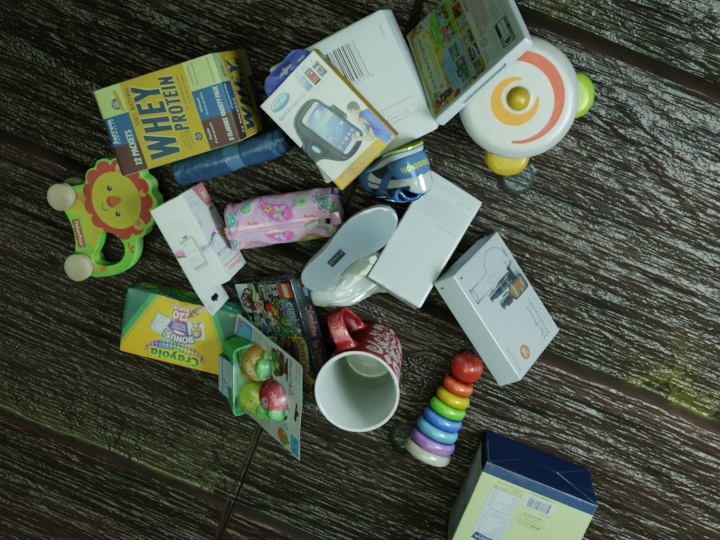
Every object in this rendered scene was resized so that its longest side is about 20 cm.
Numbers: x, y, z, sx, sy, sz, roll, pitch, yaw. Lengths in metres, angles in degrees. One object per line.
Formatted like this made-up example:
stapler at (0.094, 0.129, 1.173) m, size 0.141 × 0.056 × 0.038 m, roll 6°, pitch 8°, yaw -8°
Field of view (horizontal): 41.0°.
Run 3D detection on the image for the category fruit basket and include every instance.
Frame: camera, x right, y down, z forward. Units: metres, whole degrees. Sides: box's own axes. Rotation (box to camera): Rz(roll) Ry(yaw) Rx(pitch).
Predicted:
fruit basket at (-0.160, 0.194, 1.595) m, size 0.093 × 0.200 × 0.186 m, roll -13°, pitch 122°, yaw -30°

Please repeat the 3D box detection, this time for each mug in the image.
mug at (0.010, 0.143, 1.577) m, size 0.133 × 0.200 × 0.178 m, roll 8°, pitch 105°, yaw 6°

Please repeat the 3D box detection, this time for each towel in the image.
towel at (-0.203, -0.187, 1.566) m, size 0.199 × 0.112 × 0.049 m, roll -15°, pitch 103°, yaw 11°

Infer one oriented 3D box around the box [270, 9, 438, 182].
box at (-0.003, -0.274, 1.505) m, size 0.198 × 0.131 × 0.200 m, roll -25°, pitch 100°, yaw 14°

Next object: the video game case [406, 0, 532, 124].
video game case at (0.156, -0.342, 1.428) m, size 0.023 × 0.200 × 0.182 m, roll 22°, pitch 131°, yaw -38°

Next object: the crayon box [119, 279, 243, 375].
crayon box at (-0.311, 0.100, 1.684) m, size 0.199 × 0.058 × 0.119 m, roll 13°, pitch 106°, yaw 4°

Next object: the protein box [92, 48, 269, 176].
protein box at (-0.274, -0.252, 1.513) m, size 0.198 × 0.200 × 0.135 m, roll -15°, pitch 102°, yaw 11°

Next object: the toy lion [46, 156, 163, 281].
toy lion at (-0.422, -0.092, 1.634) m, size 0.191 × 0.069 × 0.201 m, roll -5°, pitch 104°, yaw 17°

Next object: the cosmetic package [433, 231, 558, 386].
cosmetic package at (0.222, 0.060, 1.551) m, size 0.052 × 0.151 × 0.200 m, roll -24°, pitch 103°, yaw 48°

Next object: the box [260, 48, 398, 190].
box at (-0.054, -0.232, 1.436) m, size 0.200 × 0.041 × 0.119 m, roll 44°, pitch 106°, yaw -7°

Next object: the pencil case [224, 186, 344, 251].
pencil case at (-0.124, -0.085, 1.597) m, size 0.199 × 0.087 × 0.088 m, roll -7°, pitch 103°, yaw 10°

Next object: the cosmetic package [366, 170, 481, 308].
cosmetic package at (0.100, -0.048, 1.547) m, size 0.101 × 0.074 × 0.200 m, roll 32°, pitch 86°, yaw -1°

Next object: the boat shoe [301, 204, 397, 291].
boat shoe at (-0.016, -0.043, 1.549) m, size 0.070 × 0.066 × 0.200 m, roll 39°, pitch 116°, yaw -12°

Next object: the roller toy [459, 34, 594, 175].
roller toy at (0.238, -0.265, 1.470) m, size 0.200 × 0.140 × 0.183 m, roll -40°, pitch 96°, yaw 16°

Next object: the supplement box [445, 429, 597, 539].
supplement box at (0.268, 0.418, 1.646) m, size 0.199 × 0.134 × 0.200 m, roll 22°, pitch 106°, yaw 2°

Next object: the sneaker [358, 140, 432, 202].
sneaker at (0.054, -0.138, 1.504) m, size 0.074 × 0.200 × 0.082 m, roll -26°, pitch 91°, yaw -17°

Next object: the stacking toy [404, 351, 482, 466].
stacking toy at (0.153, 0.231, 1.651) m, size 0.085 × 0.085 × 0.201 m, roll 25°, pitch 100°, yaw 1°

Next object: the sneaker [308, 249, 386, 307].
sneaker at (0.000, 0.000, 1.614) m, size 0.199 × 0.078 × 0.100 m, roll -18°, pitch 95°, yaw 3°

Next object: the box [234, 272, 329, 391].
box at (-0.129, 0.107, 1.639) m, size 0.136 × 0.038 × 0.201 m, roll -5°, pitch 106°, yaw 41°

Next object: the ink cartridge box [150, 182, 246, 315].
ink cartridge box at (-0.258, -0.037, 1.611) m, size 0.067 × 0.117 × 0.200 m, roll -25°, pitch 101°, yaw 14°
